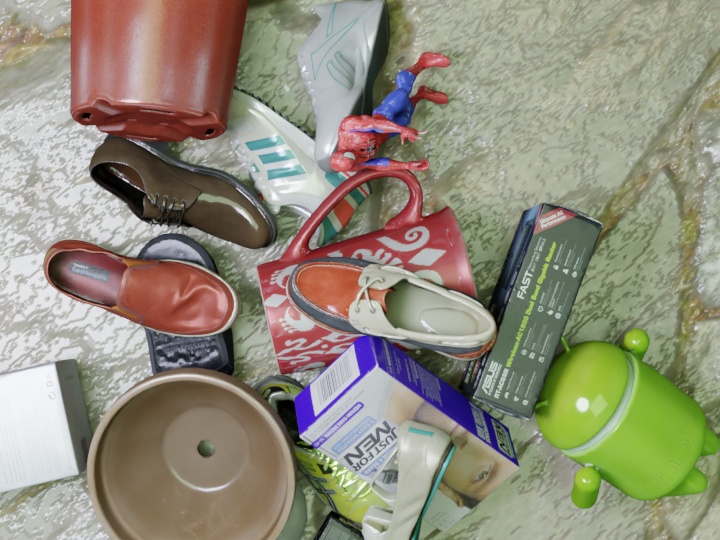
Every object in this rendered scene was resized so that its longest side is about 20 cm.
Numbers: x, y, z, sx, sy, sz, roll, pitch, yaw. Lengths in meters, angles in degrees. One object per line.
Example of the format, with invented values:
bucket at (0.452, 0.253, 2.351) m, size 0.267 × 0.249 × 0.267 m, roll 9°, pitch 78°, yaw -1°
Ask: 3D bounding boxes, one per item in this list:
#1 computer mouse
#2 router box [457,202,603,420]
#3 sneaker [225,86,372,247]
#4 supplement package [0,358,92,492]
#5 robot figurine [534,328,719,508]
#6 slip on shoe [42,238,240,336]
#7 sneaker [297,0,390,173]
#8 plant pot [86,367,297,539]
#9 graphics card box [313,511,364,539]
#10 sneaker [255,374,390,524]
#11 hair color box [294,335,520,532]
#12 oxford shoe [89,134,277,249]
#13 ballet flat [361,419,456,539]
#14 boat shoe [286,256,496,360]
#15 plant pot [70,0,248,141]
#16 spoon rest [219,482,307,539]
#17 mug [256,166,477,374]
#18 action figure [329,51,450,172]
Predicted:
computer mouse at (-0.177, 0.061, 1.531) m, size 0.137 × 0.053 × 0.202 m, roll -4°, pitch 97°, yaw 7°
router box at (0.161, 0.038, 1.487) m, size 0.062 × 0.150 × 0.202 m, roll 21°, pitch 88°, yaw -1°
sneaker at (-0.090, -0.102, 1.522) m, size 0.199 × 0.070 × 0.094 m, roll 34°, pitch 84°, yaw -4°
supplement package at (-0.371, 0.162, 1.492) m, size 0.198 × 0.114 × 0.111 m, roll -13°, pitch 89°, yaw 0°
robot figurine at (0.253, 0.145, 1.490) m, size 0.199 × 0.115 × 0.177 m, roll 33°, pitch 67°, yaw -22°
slip on shoe at (-0.212, 0.018, 1.472) m, size 0.198 × 0.061 × 0.075 m, roll 17°, pitch 97°, yaw 2°
sneaker at (-0.025, -0.182, 1.511) m, size 0.079 × 0.071 × 0.202 m, roll 6°, pitch 60°, yaw 11°
plant pot at (-0.156, 0.185, 1.474) m, size 0.198 × 0.093 × 0.203 m, roll 1°, pitch 102°, yaw 3°
graphics card box at (0.024, 0.344, 1.531) m, size 0.199 × 0.051 × 0.126 m, roll 29°, pitch 89°, yaw -2°
sneaker at (-0.033, 0.187, 1.518) m, size 0.200 × 0.076 × 0.076 m, roll 40°, pitch 89°, yaw 0°
hair color box at (0.045, 0.156, 1.472) m, size 0.199 × 0.065 × 0.109 m, roll 35°, pitch 113°, yaw -29°
oxford shoe at (-0.177, -0.064, 1.504) m, size 0.198 × 0.085 × 0.073 m, roll 25°, pitch 132°, yaw 6°
ballet flat at (0.036, 0.224, 1.448) m, size 0.069 × 0.070 × 0.202 m, roll 16°, pitch 120°, yaw -1°
boat shoe at (0.028, 0.031, 1.392) m, size 0.198 × 0.063 × 0.072 m, roll 18°, pitch 79°, yaw 4°
plant pot at (-0.190, -0.232, 1.447) m, size 0.198 × 0.201 × 0.198 m, roll 4°, pitch 83°, yaw -1°
spoon rest at (-0.111, 0.293, 1.532) m, size 0.098 × 0.061 × 0.202 m, roll 11°, pitch 76°, yaw -2°
mug at (0.001, 0.006, 1.497) m, size 0.198 × 0.134 × 0.179 m, roll -14°, pitch 71°, yaw -2°
action figure at (0.048, -0.137, 1.460) m, size 0.098 × 0.200 × 0.066 m, roll 19°, pitch 130°, yaw 27°
